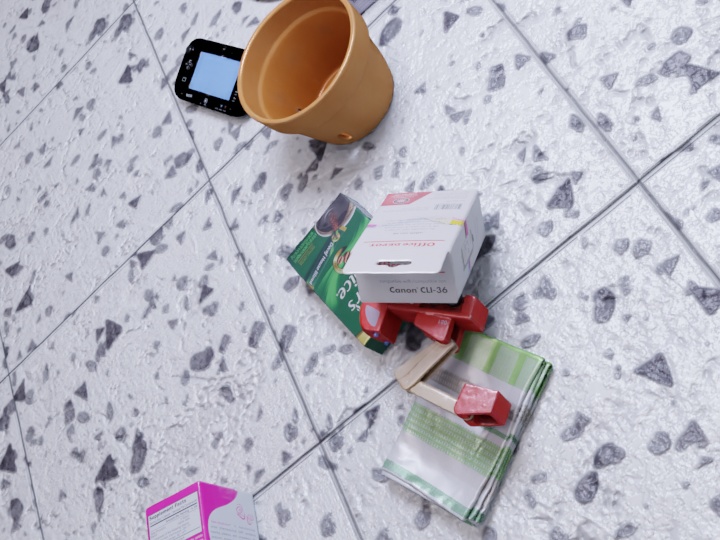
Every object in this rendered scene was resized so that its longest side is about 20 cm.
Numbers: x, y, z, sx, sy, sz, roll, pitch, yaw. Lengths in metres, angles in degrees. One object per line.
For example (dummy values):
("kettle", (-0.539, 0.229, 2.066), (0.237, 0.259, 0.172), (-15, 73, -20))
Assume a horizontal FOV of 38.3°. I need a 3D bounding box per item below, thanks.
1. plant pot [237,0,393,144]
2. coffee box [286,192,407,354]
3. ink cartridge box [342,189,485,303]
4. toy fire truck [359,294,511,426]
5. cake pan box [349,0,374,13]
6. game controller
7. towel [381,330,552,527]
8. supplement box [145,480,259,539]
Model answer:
("plant pot", (-0.049, -0.262, 1.412), (0.200, 0.140, 0.201), (-16, 62, 32))
("coffee box", (0.000, 0.000, 1.321), (0.123, 0.044, 0.200), (-50, 49, 9))
("ink cartridge box", (0.064, -0.020, 1.174), (0.116, 0.068, 0.200), (-1, 28, 21))
("toy fire truck", (0.080, 0.091, 1.165), (0.200, 0.049, 0.141), (7, 70, 30))
("cake pan box", (0.004, -0.484, 1.529), (0.200, 0.052, 0.184), (-39, 49, 19))
("game controller", (-0.224, -0.305, 1.637), (0.200, 0.042, 0.104), (23, 86, 43))
("towel", (0.114, 0.167, 1.167), (0.149, 0.031, 0.200), (22, 85, 41))
("supplement box", (-0.185, 0.374, 1.265), (0.103, 0.101, 0.200), (-29, 54, 26))
